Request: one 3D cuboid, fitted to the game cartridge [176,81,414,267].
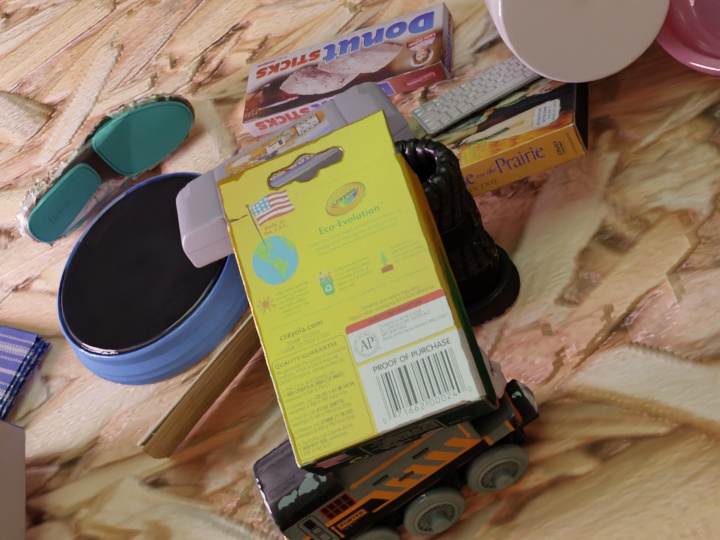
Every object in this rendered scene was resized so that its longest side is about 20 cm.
[{"bbox_3d":[-0.056,-0.079,1.112,0.199,0.042,0.133,-30,18,1],"label":"game cartridge"}]

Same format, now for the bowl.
[{"bbox_3d":[-0.178,0.002,1.205,0.199,0.039,0.202,-17,51,22],"label":"bowl"}]

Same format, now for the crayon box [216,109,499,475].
[{"bbox_3d":[-0.004,0.014,0.888,0.126,0.051,0.201,-21,71,10],"label":"crayon box"}]

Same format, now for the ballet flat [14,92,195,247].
[{"bbox_3d":[-0.244,-0.104,1.303,0.200,0.076,0.064,-37,31,0],"label":"ballet flat"}]

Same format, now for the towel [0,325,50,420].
[{"bbox_3d":[-0.370,0.138,1.250,0.144,0.024,0.201,7,62,38],"label":"towel"}]

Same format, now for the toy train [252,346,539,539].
[{"bbox_3d":[0.024,0.127,0.936,0.199,0.114,0.085,-34,47,8],"label":"toy train"}]

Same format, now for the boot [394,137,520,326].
[{"bbox_3d":[0.000,-0.002,1.011,0.210,0.158,0.080,-28,48,12],"label":"boot"}]

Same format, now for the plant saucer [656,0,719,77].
[{"bbox_3d":[0.297,-0.236,1.020,0.200,0.051,0.202,-14,70,44],"label":"plant saucer"}]

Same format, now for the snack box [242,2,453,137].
[{"bbox_3d":[-0.012,-0.176,1.234,0.199,0.024,0.072,-14,51,25],"label":"snack box"}]

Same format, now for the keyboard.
[{"bbox_3d":[0.134,-0.162,1.100,0.199,0.011,0.056,-29,22,-2],"label":"keyboard"}]

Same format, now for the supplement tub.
[{"bbox_3d":[0.150,-0.240,1.068,0.131,0.132,0.200,-29,30,12],"label":"supplement tub"}]

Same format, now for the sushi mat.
[{"bbox_3d":[-0.097,0.065,1.078,0.012,0.096,0.200,39,82,8],"label":"sushi mat"}]

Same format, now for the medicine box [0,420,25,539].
[{"bbox_3d":[-0.374,0.220,1.110,0.199,0.103,0.183,-15,66,22],"label":"medicine box"}]

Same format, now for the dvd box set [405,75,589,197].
[{"bbox_3d":[0.080,-0.097,1.078,0.199,0.030,0.147,-20,25,21],"label":"dvd box set"}]
